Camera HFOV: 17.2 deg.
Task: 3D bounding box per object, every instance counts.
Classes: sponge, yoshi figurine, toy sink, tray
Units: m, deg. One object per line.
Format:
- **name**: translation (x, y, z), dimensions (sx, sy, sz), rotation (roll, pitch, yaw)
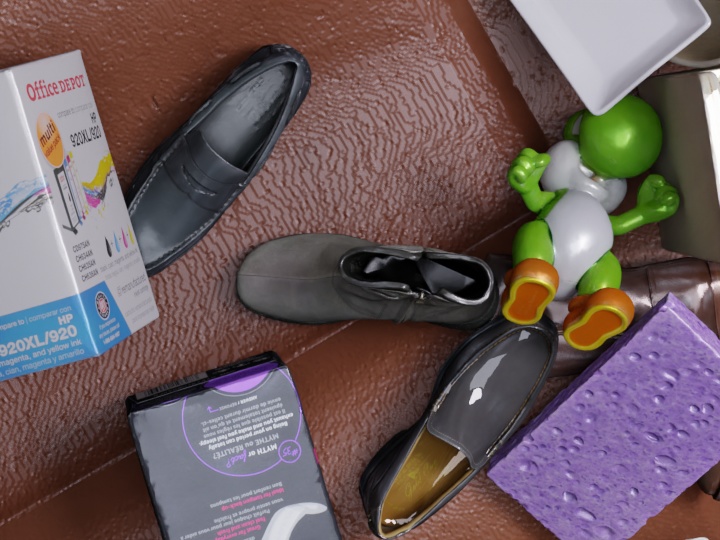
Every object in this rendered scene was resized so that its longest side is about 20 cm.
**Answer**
- **sponge**: translation (0.194, 0.117, 1.704), dimensions (0.111, 0.030, 0.200), rotation (40, 119, -8)
- **yoshi figurine**: translation (0.162, -0.051, 1.662), dimensions (0.112, 0.200, 0.113), rotation (-7, 134, 24)
- **toy sink**: translation (0.276, -0.082, 1.666), dimensions (0.112, 0.200, 0.131), rotation (-10, 93, -5)
- **tray**: translation (0.157, -0.213, 1.689), dimensions (0.107, 0.022, 0.200), rotation (-39, 66, 14)

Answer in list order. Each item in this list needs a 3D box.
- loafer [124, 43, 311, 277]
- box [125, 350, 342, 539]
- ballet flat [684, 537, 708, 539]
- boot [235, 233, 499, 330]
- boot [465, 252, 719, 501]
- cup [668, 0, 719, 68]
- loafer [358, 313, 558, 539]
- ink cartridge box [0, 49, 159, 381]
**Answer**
- **loafer**: translation (-0.109, -0.079, 1.692), dimensions (0.068, 0.070, 0.201), rotation (39, 90, -6)
- **box**: translation (-0.083, 0.172, 1.692), dimensions (0.122, 0.106, 0.201), rotation (-17, 95, -5)
- **ballet flat**: translation (0.270, 0.231, 1.752), dimensions (0.199, 0.072, 0.072), rotation (2, 93, -7)
- **boot**: translation (0.000, 0.000, 1.662), dimensions (0.199, 0.131, 0.068), rotation (4, 82, 10)
- **boot**: translation (0.175, 0.078, 1.737), dimensions (0.199, 0.064, 0.187), rotation (-2, 94, -2)
- **cup**: translation (0.276, -0.255, 1.676), dimensions (0.143, 0.200, 0.201), rotation (-16, 95, -29)
- **loafer**: translation (0.074, 0.115, 1.696), dimensions (0.073, 0.072, 0.200), rotation (33, 107, -10)
- **ink cartridge box**: translation (-0.248, -0.033, 1.626), dimensions (0.144, 0.147, 0.201), rotation (-15, 96, 14)
